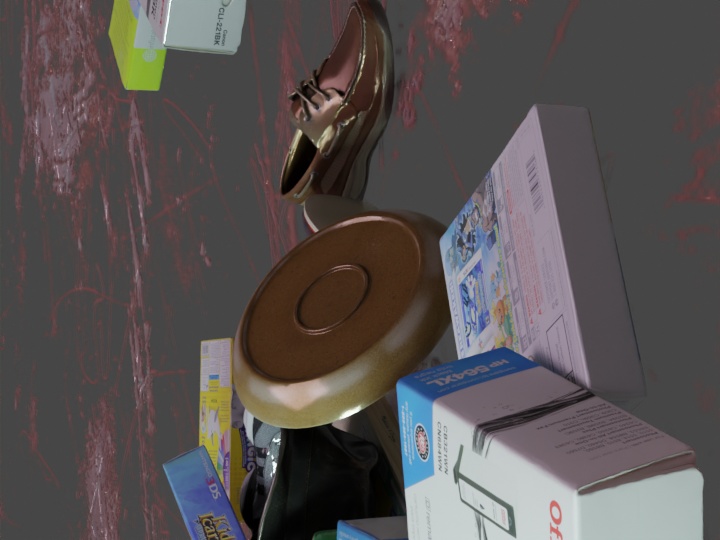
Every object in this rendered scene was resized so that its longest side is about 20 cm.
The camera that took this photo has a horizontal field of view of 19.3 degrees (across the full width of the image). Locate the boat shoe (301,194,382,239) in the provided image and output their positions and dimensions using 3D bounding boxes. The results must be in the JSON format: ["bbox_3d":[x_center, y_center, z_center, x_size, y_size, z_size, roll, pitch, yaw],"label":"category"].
[{"bbox_3d":[0.000,0.000,1.657,0.200,0.071,0.063,-127,39,-56],"label":"boat shoe"}]

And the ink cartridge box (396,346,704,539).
[{"bbox_3d":[0.106,0.147,1.214,0.200,0.084,0.147,28,127,59],"label":"ink cartridge box"}]

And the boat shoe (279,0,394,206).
[{"bbox_3d":[-0.021,-0.128,1.715,0.076,0.071,0.201,-113,30,-50],"label":"boat shoe"}]

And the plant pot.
[{"bbox_3d":[-0.016,0.027,1.545,0.028,0.199,0.200,52,-173,-35],"label":"plant pot"}]

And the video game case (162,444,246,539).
[{"bbox_3d":[-0.101,0.280,1.817,0.182,0.045,0.201,75,170,-48],"label":"video game case"}]

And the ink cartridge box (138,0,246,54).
[{"bbox_3d":[-0.175,-0.327,2.173,0.200,0.083,0.146,-122,38,-58],"label":"ink cartridge box"}]

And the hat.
[{"bbox_3d":[-0.025,0.166,1.603,0.201,0.080,0.203,6,-90,-85],"label":"hat"}]

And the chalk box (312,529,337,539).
[{"bbox_3d":[-0.004,0.287,1.516,0.123,0.124,0.202,4,94,53],"label":"chalk box"}]

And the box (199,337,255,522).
[{"bbox_3d":[-0.122,0.167,2.043,0.117,0.048,0.202,171,102,-71],"label":"box"}]

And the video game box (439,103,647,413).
[{"bbox_3d":[0.111,0.027,1.347,0.182,0.046,0.202,127,140,-56],"label":"video game box"}]

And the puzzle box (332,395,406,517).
[{"bbox_3d":[0.012,0.185,1.668,0.200,0.025,0.134,-117,34,-55],"label":"puzzle box"}]

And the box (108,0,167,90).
[{"bbox_3d":[-0.250,-0.326,2.458,0.122,0.047,0.201,-112,29,-48],"label":"box"}]

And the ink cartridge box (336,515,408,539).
[{"bbox_3d":[0.042,0.270,1.420,0.068,0.114,0.202,13,101,61],"label":"ink cartridge box"}]

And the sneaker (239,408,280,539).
[{"bbox_3d":[-0.057,0.183,1.809,0.114,0.075,0.201,-109,22,-45],"label":"sneaker"}]
